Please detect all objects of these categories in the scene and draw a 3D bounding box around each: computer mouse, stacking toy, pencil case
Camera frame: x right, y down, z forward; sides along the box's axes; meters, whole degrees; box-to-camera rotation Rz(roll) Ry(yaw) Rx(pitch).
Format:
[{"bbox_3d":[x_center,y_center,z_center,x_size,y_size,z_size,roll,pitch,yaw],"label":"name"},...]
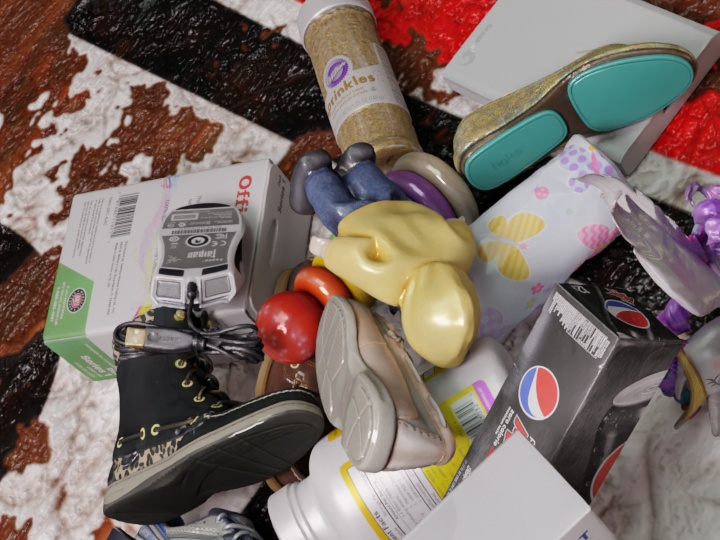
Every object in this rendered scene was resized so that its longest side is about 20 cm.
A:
[{"bbox_3d":[-0.120,0.013,1.274,0.109,0.044,0.201,-3,31,4],"label":"computer mouse"},{"bbox_3d":[0.000,0.000,1.286,0.085,0.086,0.200,24,56,39],"label":"stacking toy"},{"bbox_3d":[0.118,-0.010,1.260,0.200,0.091,0.083,-42,70,2],"label":"pencil case"}]

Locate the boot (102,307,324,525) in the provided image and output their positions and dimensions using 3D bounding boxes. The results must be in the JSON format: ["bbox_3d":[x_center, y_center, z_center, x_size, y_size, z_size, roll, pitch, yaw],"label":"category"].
[{"bbox_3d":[-0.116,0.087,1.253,0.203,0.073,0.155,-29,52,32],"label":"boot"}]

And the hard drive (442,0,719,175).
[{"bbox_3d":[0.176,-0.168,1.366,0.199,0.026,0.132,32,80,40],"label":"hard drive"}]

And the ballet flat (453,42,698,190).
[{"bbox_3d":[0.158,-0.130,1.296,0.199,0.071,0.071,-27,50,14],"label":"ballet flat"}]

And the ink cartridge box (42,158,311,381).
[{"bbox_3d":[-0.149,0.002,1.410,0.198,0.084,0.146,-9,57,25],"label":"ink cartridge box"}]

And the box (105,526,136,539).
[{"bbox_3d":[-0.126,0.304,1.114,0.183,0.199,0.104,-56,16,-10],"label":"box"}]

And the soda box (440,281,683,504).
[{"bbox_3d":[0.122,0.108,1.089,0.063,0.070,0.201,46,120,40],"label":"soda box"}]

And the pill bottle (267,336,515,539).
[{"bbox_3d":[0.036,0.139,1.199,0.199,0.104,0.105,-32,49,9],"label":"pill bottle"}]

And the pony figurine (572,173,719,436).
[{"bbox_3d":[0.247,-0.009,1.130,0.199,0.194,0.167,-36,10,11],"label":"pony figurine"}]

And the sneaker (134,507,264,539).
[{"bbox_3d":[-0.097,0.217,1.250,0.199,0.077,0.086,9,61,34],"label":"sneaker"}]

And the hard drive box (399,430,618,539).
[{"bbox_3d":[0.098,0.213,1.051,0.156,0.200,0.077,-43,49,0],"label":"hard drive box"}]

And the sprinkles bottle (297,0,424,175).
[{"bbox_3d":[0.000,-0.152,1.432,0.068,0.068,0.201,-28,51,12],"label":"sprinkles bottle"}]

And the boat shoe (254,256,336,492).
[{"bbox_3d":[-0.035,0.074,1.305,0.070,0.070,0.202,-14,55,27],"label":"boat shoe"}]

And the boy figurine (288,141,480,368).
[{"bbox_3d":[0.031,-0.013,1.196,0.123,0.065,0.200,-13,46,-32],"label":"boy figurine"}]

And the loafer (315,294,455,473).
[{"bbox_3d":[0.013,0.080,1.152,0.200,0.062,0.072,-113,37,-64],"label":"loafer"}]
